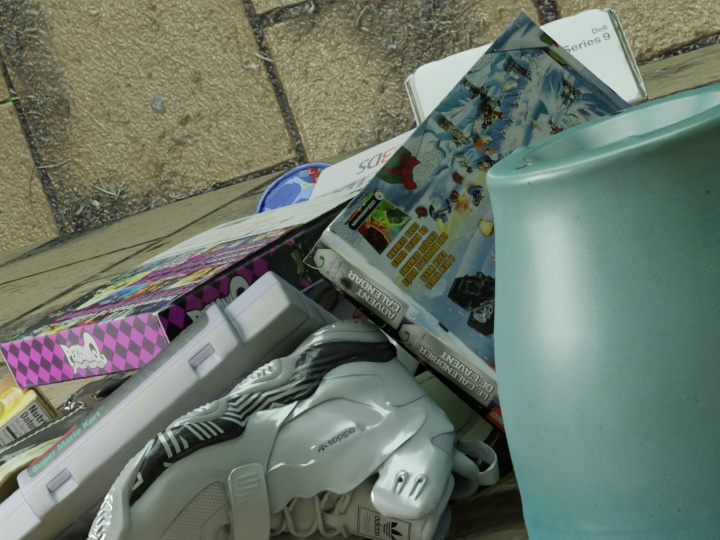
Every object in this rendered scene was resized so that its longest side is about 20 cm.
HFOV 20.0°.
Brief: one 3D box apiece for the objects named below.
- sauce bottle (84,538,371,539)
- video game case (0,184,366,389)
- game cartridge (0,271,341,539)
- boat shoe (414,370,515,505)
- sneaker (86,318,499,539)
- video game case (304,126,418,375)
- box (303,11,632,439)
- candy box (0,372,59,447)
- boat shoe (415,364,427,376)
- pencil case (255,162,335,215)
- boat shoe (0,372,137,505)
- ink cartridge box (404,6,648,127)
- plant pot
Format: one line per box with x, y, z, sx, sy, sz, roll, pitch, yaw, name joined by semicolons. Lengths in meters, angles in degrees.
-0.077;0.146;1.017;0.199;0.065;0.065;-19;8;-6;sauce bottle
-0.092;0.009;1.186;0.181;0.036;0.199;-30;10;-34;video game case
-0.088;0.089;1.048;0.200;0.038;0.130;-41;-37;7;game cartridge
0.007;0.109;1.102;0.200;0.060;0.072;-22;48;36;boat shoe
-0.029;0.109;0.957;0.115;0.075;0.199;38;55;26;sneaker
0.000;0.000;1.210;0.182;0.024;0.201;-20;40;51;video game case
0.080;-0.028;1.052;0.200;0.137;0.040;-48;-2;-37;box
-0.265;0.148;1.243;0.200;0.055;0.115;-40;15;-7;candy box
0.000;0.053;1.336;0.069;0.071;0.200;-2;3;22;boat shoe
-0.015;0.012;1.406;0.078;0.087;0.200;-25;-33;-2;pencil case
-0.136;0.094;1.117;0.066;0.072;0.200;36;34;32;boat shoe
0.123;-0.067;1.361;0.144;0.088;0.200;-19;-35;2;ink cartridge box
0.143;0.023;0.897;0.199;0.189;0.200;-19;8;3;plant pot
